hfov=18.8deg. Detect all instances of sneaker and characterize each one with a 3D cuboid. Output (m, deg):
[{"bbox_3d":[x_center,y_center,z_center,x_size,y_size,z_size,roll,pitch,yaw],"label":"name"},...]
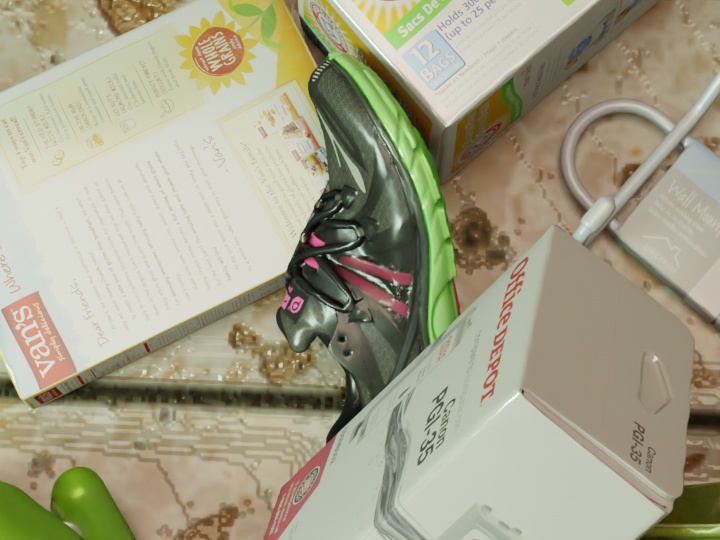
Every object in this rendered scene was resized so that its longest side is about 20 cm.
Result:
[{"bbox_3d":[0.000,0.000,1.002,0.083,0.077,0.201,-10,99,-6],"label":"sneaker"}]

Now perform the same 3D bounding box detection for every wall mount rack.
[{"bbox_3d":[0.199,-0.037,1.038,0.200,0.075,0.174,40,80,8],"label":"wall mount rack"}]

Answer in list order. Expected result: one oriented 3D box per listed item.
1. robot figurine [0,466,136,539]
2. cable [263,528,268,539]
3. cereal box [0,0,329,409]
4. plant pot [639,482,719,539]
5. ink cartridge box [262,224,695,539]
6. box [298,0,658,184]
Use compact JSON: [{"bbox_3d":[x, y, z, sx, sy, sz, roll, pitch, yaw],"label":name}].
[{"bbox_3d":[-0.163,0.161,0.960,0.200,0.116,0.175,32,57,27],"label":"robot figurine"},{"bbox_3d":[-0.013,0.213,0.976,0.050,0.097,0.201,-39,74,27],"label":"cable"},{"bbox_3d":[-0.103,-0.040,1.058,0.199,0.040,0.144,-25,80,-5],"label":"cereal box"},{"bbox_3d":[0.193,0.194,0.940,0.199,0.200,0.194,-4,89,-1],"label":"plant pot"},{"bbox_3d":[0.042,0.096,0.922,0.083,0.147,0.200,38,118,-10],"label":"ink cartridge box"},{"bbox_3d":[0.077,-0.154,1.052,0.200,0.101,0.113,-41,80,-8],"label":"box"}]
